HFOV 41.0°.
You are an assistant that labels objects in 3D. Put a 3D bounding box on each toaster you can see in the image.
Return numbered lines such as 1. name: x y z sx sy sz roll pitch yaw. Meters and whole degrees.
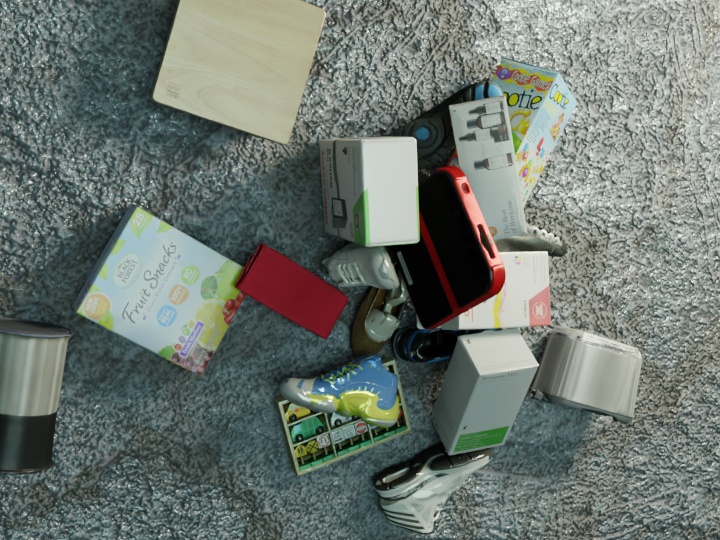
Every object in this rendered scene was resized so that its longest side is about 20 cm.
1. toaster: 0.376 0.172 1.612 0.200 0.114 0.129 17 87 -20

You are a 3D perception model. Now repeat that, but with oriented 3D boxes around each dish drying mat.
1. dish drying mat: -0.098 0.032 1.419 0.200 0.018 0.077 34 82 -45

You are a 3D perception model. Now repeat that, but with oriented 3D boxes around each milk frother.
1. milk frother: -0.473 0.166 1.231 0.180 0.200 0.188 8 94 -18

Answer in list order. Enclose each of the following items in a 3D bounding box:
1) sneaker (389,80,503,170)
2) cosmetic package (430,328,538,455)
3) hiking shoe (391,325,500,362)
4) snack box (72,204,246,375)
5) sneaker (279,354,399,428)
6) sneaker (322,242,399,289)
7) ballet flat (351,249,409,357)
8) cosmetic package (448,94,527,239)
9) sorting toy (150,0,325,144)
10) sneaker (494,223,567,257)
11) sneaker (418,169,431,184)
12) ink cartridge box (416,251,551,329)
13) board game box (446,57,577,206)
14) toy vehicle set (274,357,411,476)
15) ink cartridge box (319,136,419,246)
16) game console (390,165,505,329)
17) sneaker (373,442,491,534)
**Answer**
1. sneaker: 0.124 -0.213 1.439 0.200 0.082 0.073 -29 101 7
2. cosmetic package: 0.190 0.190 1.503 0.108 0.085 0.200 -7 137 -19
3. hiking shoe: 0.153 0.107 1.527 0.200 0.087 0.074 -19 104 -18
4. snack box: -0.275 0.029 1.359 0.200 0.068 0.169 30 84 -21
5. sneaker: -0.026 0.168 1.452 0.200 0.076 0.105 20 77 -29
6. sneaker: 0.000 0.000 1.395 0.080 0.200 0.070 -23 100 -11
7. ballet flat: 0.047 0.048 1.486 0.068 0.072 0.200 29 86 -22
8. cosmetic package: 0.183 -0.145 1.384 0.082 0.051 0.200 -10 102 9
9. sorting toy: -0.176 -0.301 1.355 0.200 0.070 0.199 16 91 -22
10. sneaker: 0.238 -0.042 1.556 0.200 0.066 0.091 18 93 -19
11. sneaker: 0.104 -0.112 1.483 0.200 0.104 0.060 35 72 18
12. ink cartridge box: 0.186 0.032 1.468 0.200 0.067 0.117 -2 88 -20
13. board game box: 0.234 -0.209 1.490 0.200 0.103 0.105 -62 147 -4
14. toy vehicle set: -0.025 0.227 1.505 0.200 0.027 0.124 -19 103 -18
15. ink cartridge box: 0.009 -0.118 1.381 0.084 0.200 0.146 -6 99 -18
16. game console: 0.116 -0.033 1.395 0.031 0.177 0.200 -9 73 -39
17. sneaker: 0.126 0.355 1.567 0.200 0.076 0.115 -19 112 -10
